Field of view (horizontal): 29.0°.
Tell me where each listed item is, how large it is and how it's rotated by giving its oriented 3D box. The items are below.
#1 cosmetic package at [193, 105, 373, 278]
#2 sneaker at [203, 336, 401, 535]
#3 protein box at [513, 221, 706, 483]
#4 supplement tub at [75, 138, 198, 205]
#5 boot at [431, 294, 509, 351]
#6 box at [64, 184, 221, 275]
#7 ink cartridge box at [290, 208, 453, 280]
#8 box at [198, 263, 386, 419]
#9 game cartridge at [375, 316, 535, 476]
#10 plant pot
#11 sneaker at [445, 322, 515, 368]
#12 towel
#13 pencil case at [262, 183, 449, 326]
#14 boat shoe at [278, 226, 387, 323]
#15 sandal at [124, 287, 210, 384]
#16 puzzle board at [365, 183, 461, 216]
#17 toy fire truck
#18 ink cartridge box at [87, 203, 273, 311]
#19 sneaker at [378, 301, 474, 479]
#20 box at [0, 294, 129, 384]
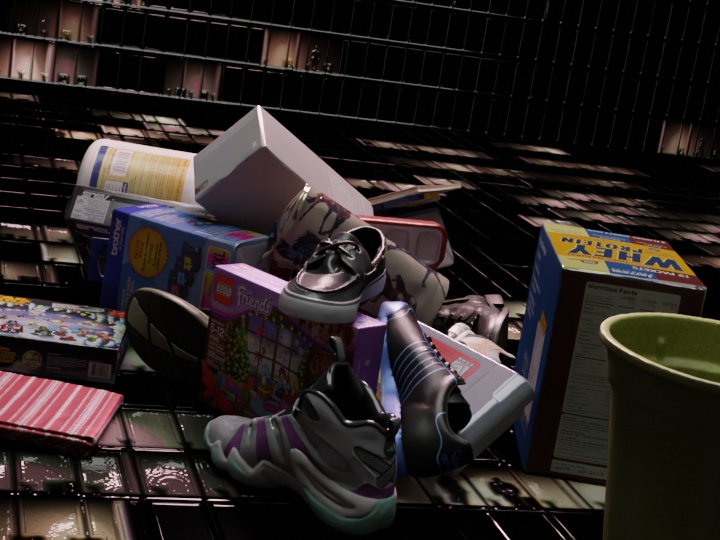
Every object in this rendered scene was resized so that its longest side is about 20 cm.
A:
[{"bbox_3d":[-0.082,-0.075,1.539,0.200,0.107,0.090,43,23,-33],"label":"cosmetic package"},{"bbox_3d":[-0.043,0.117,1.150,0.200,0.140,0.078,19,17,33],"label":"sneaker"},{"bbox_3d":[0.233,0.078,1.362,0.134,0.201,0.199,9,14,0],"label":"protein box"},{"bbox_3d":[-0.265,-0.090,1.845,0.199,0.145,0.144,10,14,3],"label":"supplement tub"},{"bbox_3d":[0.083,0.065,1.637,0.173,0.070,0.200,3,10,0],"label":"boot"},{"bbox_3d":[-0.231,-0.027,1.629,0.199,0.048,0.159,11,-27,5],"label":"box"},{"bbox_3d":[-0.008,-0.012,1.706,0.200,0.077,0.136,-17,-2,30],"label":"ink cartridge box"},{"bbox_3d":[-0.067,0.086,1.274,0.039,0.137,0.200,-5,19,-45],"label":"box"},{"bbox_3d":[0.048,0.114,1.316,0.133,0.041,0.200,-41,43,-24],"label":"game cartridge"},{"bbox_3d":[0.276,0.151,1.128,0.200,0.185,0.200,8,15,-2],"label":"plant pot"},{"bbox_3d":[0.104,0.106,1.444,0.080,0.074,0.200,23,21,18],"label":"sneaker"},{"bbox_3d":[-0.319,0.118,1.228,0.199,0.023,0.145,10,12,-2],"label":"towel"},{"bbox_3d":[0.000,0.000,1.437,0.200,0.090,0.078,34,7,-9],"label":"pencil case"},{"bbox_3d":[-0.017,-0.002,1.232,0.070,0.066,0.200,13,14,18],"label":"boat shoe"},{"bbox_3d":[-0.143,0.077,1.393,0.200,0.080,0.057,21,17,4],"label":"sandal"},{"bbox_3d":[0.008,-0.072,1.694,0.199,0.017,0.151,-14,-2,24],"label":"puzzle board"},{"bbox_3d":[-0.013,0.017,1.519,0.199,0.169,0.112,6,14,-13],"label":"toy fire truck"},{"bbox_3d":[-0.201,0.010,1.495,0.199,0.137,0.076,16,14,30],"label":"ink cartridge box"},{"bbox_3d":[0.058,0.103,1.248,0.078,0.070,0.200,-8,45,6],"label":"sneaker"},{"bbox_3d":[-0.335,0.063,1.397,0.199,0.040,0.137,8,13,-6],"label":"box"}]
